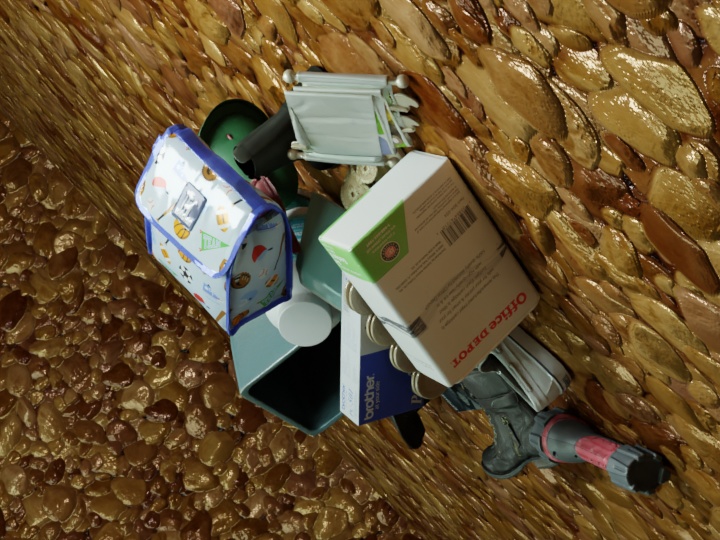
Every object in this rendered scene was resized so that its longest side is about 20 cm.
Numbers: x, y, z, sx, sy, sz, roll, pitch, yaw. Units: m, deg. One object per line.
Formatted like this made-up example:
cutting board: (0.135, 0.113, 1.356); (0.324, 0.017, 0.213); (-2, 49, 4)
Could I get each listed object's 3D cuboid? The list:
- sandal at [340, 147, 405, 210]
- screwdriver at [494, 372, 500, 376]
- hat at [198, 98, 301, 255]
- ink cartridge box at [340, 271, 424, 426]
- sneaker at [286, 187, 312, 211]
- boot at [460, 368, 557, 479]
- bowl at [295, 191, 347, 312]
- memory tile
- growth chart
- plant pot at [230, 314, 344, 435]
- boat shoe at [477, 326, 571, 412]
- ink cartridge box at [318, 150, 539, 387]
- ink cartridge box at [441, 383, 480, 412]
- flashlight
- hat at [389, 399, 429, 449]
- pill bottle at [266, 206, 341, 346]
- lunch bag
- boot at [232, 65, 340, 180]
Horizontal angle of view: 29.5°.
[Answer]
sandal: (0.011, -0.087, 1.561); (0.078, 0.070, 0.212); (44, 166, 13)
screwdriver: (0.145, 0.123, 1.727); (0.199, 0.029, 0.028); (-11, 111, 50)
hat: (-0.093, -0.121, 1.707); (0.175, 0.202, 0.165); (0, -179, 40)
ink cartridge box: (0.027, 0.069, 1.545); (0.044, 0.093, 0.201); (33, 129, 50)
sneaker: (-0.081, -0.049, 1.912); (0.200, 0.077, 0.080); (51, -150, -49)
boot: (0.183, 0.186, 1.815); (0.174, 0.069, 0.200); (49, 148, -8)
bowl: (0.000, 0.000, 1.645); (0.200, 0.105, 0.201); (33, 180, 0)
memory tile: (0.077, 0.039, 1.521); (0.017, 0.153, 0.200); (28, 160, 53)
growth chart: (-0.010, -0.152, 1.400); (0.144, 0.018, 0.200); (7, 158, 3)
plant pot: (-0.083, 0.092, 2.075); (0.196, 0.196, 0.201); (36, -159, -46)
boat shoe: (0.158, 0.091, 1.625); (0.200, 0.065, 0.074); (38, 165, 35)
ink cartridge box: (0.075, -0.002, 1.438); (0.200, 0.145, 0.084); (54, 165, -25)
ink cartridge box: (0.134, 0.155, 1.960); (0.099, 0.039, 0.200); (47, 168, -1)
flashlight: (0.276, 0.214, 1.617); (0.068, 0.068, 0.200); (55, 167, -20)
hat: (0.064, 0.135, 1.855); (0.201, 0.081, 0.201); (59, -170, -18)
pill bottle: (-0.072, 0.011, 1.788); (0.111, 0.110, 0.201); (54, -163, -30)
lunch bag: (-0.166, -0.052, 1.561); (0.170, 0.124, 0.201); (42, 149, 23)
boot: (-0.087, -0.139, 1.565); (0.077, 0.138, 0.200); (42, 167, 19)
